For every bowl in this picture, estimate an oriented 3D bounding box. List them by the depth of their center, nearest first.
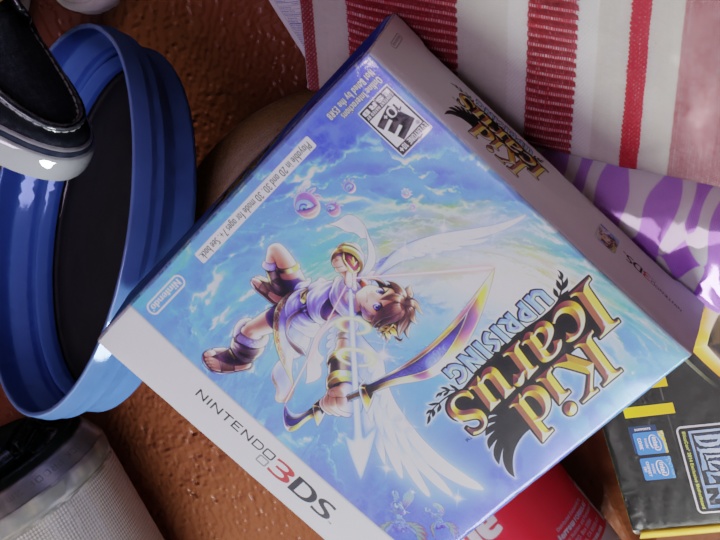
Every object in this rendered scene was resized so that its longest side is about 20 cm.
[{"bbox_3d":[-0.139,-0.024,0.931,0.200,0.039,0.203,-23,63,56],"label":"bowl"}]

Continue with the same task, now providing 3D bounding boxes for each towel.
[{"bbox_3d":[0.068,-0.106,0.720,0.198,0.023,0.145,15,139,16],"label":"towel"}]

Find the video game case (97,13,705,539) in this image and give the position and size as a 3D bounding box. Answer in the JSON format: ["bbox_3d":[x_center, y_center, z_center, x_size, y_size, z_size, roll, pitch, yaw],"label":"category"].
[{"bbox_3d":[0.013,0.023,0.783,0.181,0.046,0.200,41,122,-8],"label":"video game case"}]

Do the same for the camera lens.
[{"bbox_3d":[-0.181,0.196,1.047,0.159,0.160,0.201,-22,102,31],"label":"camera lens"}]

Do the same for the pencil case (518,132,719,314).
[{"bbox_3d":[0.107,-0.030,0.802,0.198,0.084,0.086,18,127,18],"label":"pencil case"}]

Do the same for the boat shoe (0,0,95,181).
[{"bbox_3d":[-0.190,-0.137,0.860,0.200,0.071,0.091,44,123,5],"label":"boat shoe"}]

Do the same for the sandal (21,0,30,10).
[{"bbox_3d":[-0.216,-0.198,0.940,0.059,0.079,0.209,11,111,24],"label":"sandal"}]

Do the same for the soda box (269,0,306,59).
[{"bbox_3d":[0.059,-0.137,0.765,0.198,0.069,0.064,-3,141,29],"label":"soda box"}]

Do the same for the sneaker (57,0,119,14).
[{"bbox_3d":[-0.163,-0.218,0.887,0.077,0.099,0.202,-1,112,25],"label":"sneaker"}]

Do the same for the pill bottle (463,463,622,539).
[{"bbox_3d":[0.037,0.107,0.935,0.112,0.112,0.200,-38,93,33],"label":"pill bottle"}]

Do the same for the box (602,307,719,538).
[{"bbox_3d":[0.184,0.024,0.869,0.158,0.049,0.202,-8,109,29],"label":"box"}]

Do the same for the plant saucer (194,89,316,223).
[{"bbox_3d":[0.000,0.000,0.876,0.198,0.035,0.202,0,77,2],"label":"plant saucer"}]
